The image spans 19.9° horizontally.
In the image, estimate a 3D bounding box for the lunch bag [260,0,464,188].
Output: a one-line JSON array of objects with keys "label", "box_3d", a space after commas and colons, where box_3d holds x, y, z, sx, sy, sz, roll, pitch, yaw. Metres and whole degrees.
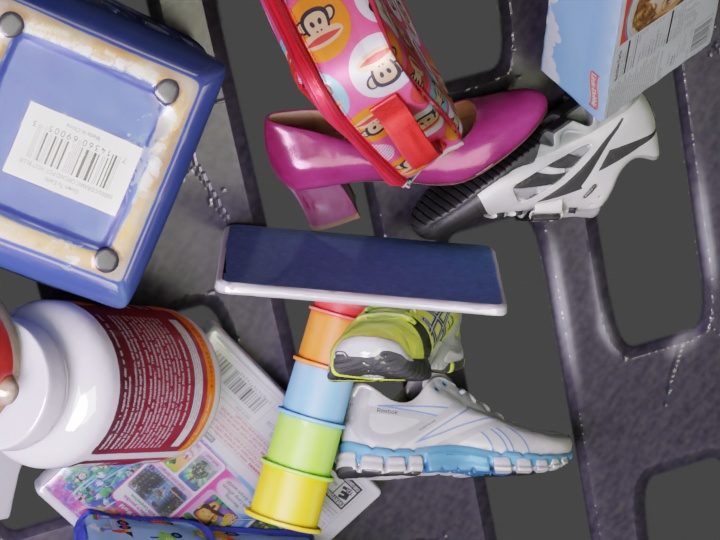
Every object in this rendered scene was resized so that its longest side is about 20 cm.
[{"label": "lunch bag", "box_3d": [0.004, -0.140, 1.353, 0.082, 0.177, 0.200, -30, 158, 8]}]

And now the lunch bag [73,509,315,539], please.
[{"label": "lunch bag", "box_3d": [-0.122, 0.238, 1.481, 0.199, 0.151, 0.094, 18, 105, -21]}]

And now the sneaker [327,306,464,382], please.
[{"label": "sneaker", "box_3d": [0.023, 0.039, 1.467, 0.075, 0.200, 0.077, 1, 93, 14]}]

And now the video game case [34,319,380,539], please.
[{"label": "video game case", "box_3d": [-0.113, 0.163, 1.551, 0.182, 0.024, 0.200, -42, 115, 3]}]

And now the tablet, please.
[{"label": "tablet", "box_3d": [0.000, 0.000, 1.442, 0.199, 0.130, 0.014, 5, 110, -3]}]

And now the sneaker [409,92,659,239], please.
[{"label": "sneaker", "box_3d": [0.134, -0.062, 1.506, 0.200, 0.074, 0.089, -31, 112, -2]}]

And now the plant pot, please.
[{"label": "plant pot", "box_3d": [-0.207, -0.091, 1.334, 0.199, 0.180, 0.201, 22, 93, -20]}]

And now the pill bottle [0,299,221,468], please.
[{"label": "pill bottle", "box_3d": [-0.189, 0.077, 1.396, 0.113, 0.113, 0.200, -61, 156, 11]}]

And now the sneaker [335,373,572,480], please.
[{"label": "sneaker", "box_3d": [0.075, 0.115, 1.562, 0.199, 0.075, 0.087, 4, 78, -28]}]

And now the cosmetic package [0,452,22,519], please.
[{"label": "cosmetic package", "box_3d": [-0.326, 0.126, 1.400, 0.200, 0.071, 0.102, -5, 115, -50]}]

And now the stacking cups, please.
[{"label": "stacking cups", "box_3d": [-0.033, 0.089, 1.514, 0.060, 0.060, 0.201, 15, 87, -19]}]

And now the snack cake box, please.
[{"label": "snack cake box", "box_3d": [0.191, -0.209, 1.402, 0.115, 0.067, 0.200, -35, 152, -21]}]

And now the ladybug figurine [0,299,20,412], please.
[{"label": "ladybug figurine", "box_3d": [-0.306, 0.039, 1.281, 0.199, 0.072, 0.136, 18, 86, 7]}]

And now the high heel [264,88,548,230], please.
[{"label": "high heel", "box_3d": [0.033, -0.104, 1.465, 0.199, 0.067, 0.096, -26, 125, -1]}]
